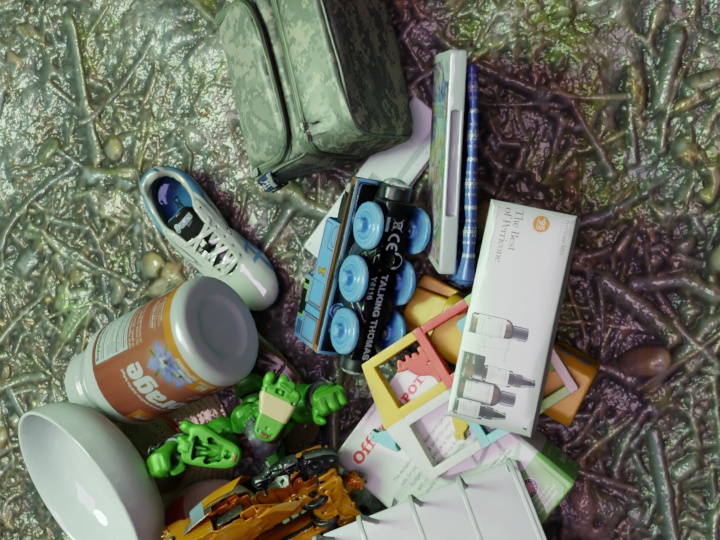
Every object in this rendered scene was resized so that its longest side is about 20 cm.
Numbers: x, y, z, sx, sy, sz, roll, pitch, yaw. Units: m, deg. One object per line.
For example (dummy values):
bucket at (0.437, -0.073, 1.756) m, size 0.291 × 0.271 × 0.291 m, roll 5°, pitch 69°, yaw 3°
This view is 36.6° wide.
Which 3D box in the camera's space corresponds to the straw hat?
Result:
straw hat at (-0.239, 0.203, 1.202) m, size 0.199 × 0.085 × 0.204 m, roll 1°, pitch 94°, yaw 18°

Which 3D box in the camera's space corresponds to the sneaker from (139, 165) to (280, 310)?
sneaker at (-0.167, -0.032, 1.175) m, size 0.072 × 0.072 × 0.200 m, roll -46°, pitch 81°, yaw 13°

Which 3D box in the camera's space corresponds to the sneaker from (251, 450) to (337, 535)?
sneaker at (-0.060, 0.275, 1.161) m, size 0.091 × 0.066 × 0.200 m, roll -45°, pitch 82°, yaw 12°

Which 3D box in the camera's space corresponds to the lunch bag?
lunch bag at (-0.056, -0.195, 1.104) m, size 0.167 × 0.139 × 0.202 m, roll -16°, pitch 88°, yaw 33°

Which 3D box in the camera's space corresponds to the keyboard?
keyboard at (0.018, -0.086, 1.148) m, size 0.056 × 0.011 × 0.201 m, roll 41°, pitch 103°, yaw 16°

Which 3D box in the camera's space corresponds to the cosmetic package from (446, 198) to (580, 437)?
cosmetic package at (0.140, 0.042, 0.993) m, size 0.082 × 0.051 × 0.202 m, roll 12°, pitch 92°, yaw 13°

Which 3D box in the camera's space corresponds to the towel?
towel at (0.099, -0.087, 1.052) m, size 0.024 × 0.145 × 0.203 m, roll 1°, pitch 92°, yaw 2°

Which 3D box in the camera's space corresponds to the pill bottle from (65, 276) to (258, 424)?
pill bottle at (-0.208, 0.091, 1.112) m, size 0.199 × 0.112 × 0.113 m, roll -26°, pitch 85°, yaw 34°

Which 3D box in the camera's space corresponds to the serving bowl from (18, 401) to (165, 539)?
serving bowl at (-0.262, 0.215, 1.109) m, size 0.199 × 0.066 × 0.202 m, roll 29°, pitch 135°, yaw 33°

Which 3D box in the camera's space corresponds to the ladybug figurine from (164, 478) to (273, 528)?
ladybug figurine at (-0.168, 0.311, 1.170) m, size 0.135 × 0.072 × 0.201 m, roll 32°, pitch 122°, yaw 6°

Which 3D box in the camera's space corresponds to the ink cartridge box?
ink cartridge box at (0.098, 0.194, 1.098) m, size 0.200 × 0.084 × 0.146 m, roll 40°, pitch 102°, yaw 11°

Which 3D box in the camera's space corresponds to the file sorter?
file sorter at (0.070, 0.265, 0.968) m, size 0.198 × 0.125 × 0.140 m, roll -22°, pitch 73°, yaw 4°

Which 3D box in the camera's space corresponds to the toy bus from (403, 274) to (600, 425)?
toy bus at (0.134, 0.076, 1.083) m, size 0.199 × 0.078 × 0.066 m, roll 28°, pitch 100°, yaw 14°

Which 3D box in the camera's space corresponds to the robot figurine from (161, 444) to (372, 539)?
robot figurine at (-0.086, 0.244, 1.069) m, size 0.199 × 0.058 × 0.146 m, roll -29°, pitch 125°, yaw -4°

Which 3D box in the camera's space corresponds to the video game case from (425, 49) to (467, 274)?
video game case at (0.081, -0.107, 1.049) m, size 0.018 × 0.143 × 0.202 m, roll 2°, pitch 99°, yaw -2°

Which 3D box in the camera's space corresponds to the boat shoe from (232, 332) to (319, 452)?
boat shoe at (-0.114, 0.107, 1.180) m, size 0.073 × 0.063 × 0.201 m, roll -43°, pitch 87°, yaw 3°

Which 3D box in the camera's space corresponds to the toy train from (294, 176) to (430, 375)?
toy train at (0.000, 0.000, 1.096) m, size 0.114 × 0.086 × 0.202 m, roll 28°, pitch 109°, yaw 53°

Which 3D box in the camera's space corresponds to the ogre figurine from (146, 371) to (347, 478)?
ogre figurine at (-0.107, 0.155, 1.089) m, size 0.200 × 0.120 × 0.098 m, roll -41°, pitch 84°, yaw 2°

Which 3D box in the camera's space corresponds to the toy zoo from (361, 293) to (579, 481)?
toy zoo at (0.091, 0.109, 1.042) m, size 0.199 × 0.020 × 0.132 m, roll -33°, pitch 81°, yaw 12°
